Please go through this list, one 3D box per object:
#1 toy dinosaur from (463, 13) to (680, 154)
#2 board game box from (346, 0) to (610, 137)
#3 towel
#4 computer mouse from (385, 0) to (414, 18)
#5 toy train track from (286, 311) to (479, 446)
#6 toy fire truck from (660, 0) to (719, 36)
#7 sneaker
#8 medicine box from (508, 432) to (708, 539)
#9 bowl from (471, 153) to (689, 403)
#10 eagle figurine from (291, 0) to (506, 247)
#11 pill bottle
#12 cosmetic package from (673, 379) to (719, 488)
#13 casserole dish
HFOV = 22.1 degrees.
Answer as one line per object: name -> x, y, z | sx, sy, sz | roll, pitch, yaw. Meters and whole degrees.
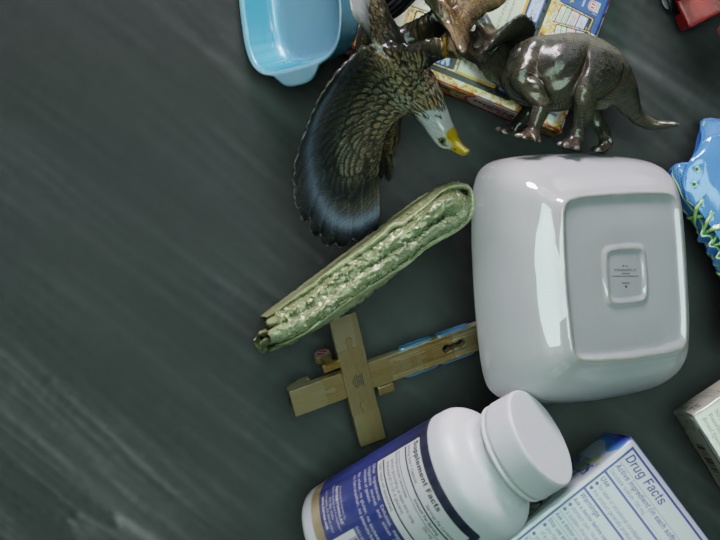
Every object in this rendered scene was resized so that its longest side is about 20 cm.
toy dinosaur -> 0.165, -0.149, 1.459 | 0.198, 0.077, 0.103 | 10, 96, -2
board game box -> 0.097, -0.217, 1.515 | 0.199, 0.046, 0.152 | 22, 87, -3
towel -> 0.000, 0.000, 1.455 | 0.200, 0.148, 0.037 | -37, 93, -7
computer mouse -> 0.034, -0.311, 1.462 | 0.140, 0.046, 0.201 | -24, 67, 23
toy train track -> 0.032, 0.071, 1.507 | 0.199, 0.033, 0.115 | -19, 113, -13
toy fire truck -> 0.271, -0.252, 1.481 | 0.048, 0.141, 0.201 | -26, 91, -4
sneaker -> 0.299, -0.036, 1.517 | 0.104, 0.076, 0.202 | 10, 75, 6
medicine box -> 0.188, 0.263, 1.482 | 0.200, 0.103, 0.183 | -38, 91, -5
bowl -> 0.188, 0.005, 1.461 | 0.199, 0.074, 0.201 | -3, 90, -36
eagle figurine -> 0.020, -0.131, 1.405 | 0.151, 0.200, 0.152 | 6, 53, -42
pill bottle -> 0.061, 0.175, 1.434 | 0.199, 0.111, 0.111 | -32, 91, 24
cosmetic package -> 0.371, 0.106, 1.515 | 0.199, 0.071, 0.106 | -34, 91, -4
casserole dish -> -0.049, -0.248, 1.481 | 0.039, 0.121, 0.202 | -4, 87, -43
